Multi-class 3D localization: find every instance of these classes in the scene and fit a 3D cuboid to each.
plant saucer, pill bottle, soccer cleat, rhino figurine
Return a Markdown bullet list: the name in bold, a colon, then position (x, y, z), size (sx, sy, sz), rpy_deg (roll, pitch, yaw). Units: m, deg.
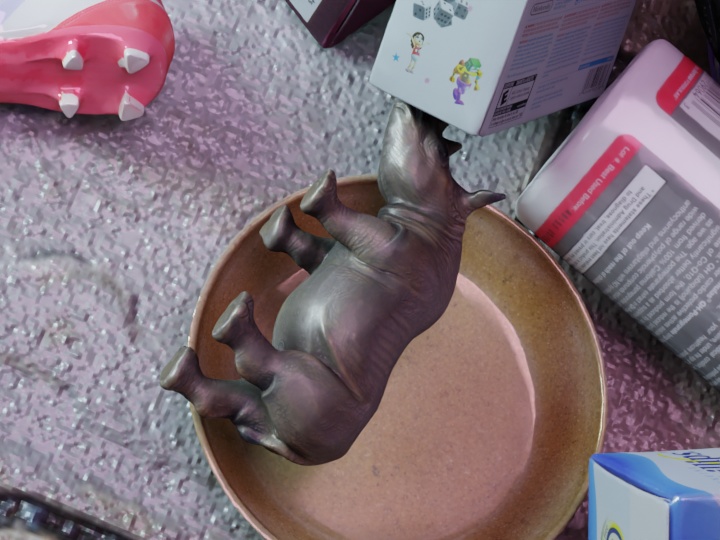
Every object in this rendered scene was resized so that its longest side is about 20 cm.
- **plant saucer**: position (0.015, 0.055, 1.205), size (0.199, 0.035, 0.201), rpy_deg (5, 69, -14)
- **pill bottle**: position (0.180, -0.006, 1.233), size (0.200, 0.111, 0.111), rpy_deg (41, 66, 1)
- **soccer cleat**: position (-0.184, -0.112, 1.200), size (0.199, 0.067, 0.077), rpy_deg (5, 39, -9)
- **rhino figurine**: position (0.000, 0.000, 1.167), size (0.087, 0.060, 0.200), rpy_deg (42, 63, -14)

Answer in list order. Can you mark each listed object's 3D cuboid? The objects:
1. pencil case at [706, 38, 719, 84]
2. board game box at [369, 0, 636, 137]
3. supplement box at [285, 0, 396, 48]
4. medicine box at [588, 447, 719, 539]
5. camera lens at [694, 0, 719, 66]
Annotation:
- **pencil case**: position (0.273, -0.121, 1.320), size (0.199, 0.084, 0.086), rpy_deg (1, 94, -14)
- **board game box**: position (0.090, -0.172, 1.193), size (0.064, 0.201, 0.147), rpy_deg (27, 21, 19)
- **supplement box**: position (-0.028, -0.225, 1.263), size (0.110, 0.086, 0.200), rpy_deg (-37, 85, -24)
- **medicine box**: position (0.205, 0.173, 1.148), size (0.199, 0.103, 0.183), rpy_deg (-2, 96, -17)
- **camera lens**: position (0.261, -0.151, 1.193), size (0.199, 0.160, 0.160), rpy_deg (-20, 78, -20)
